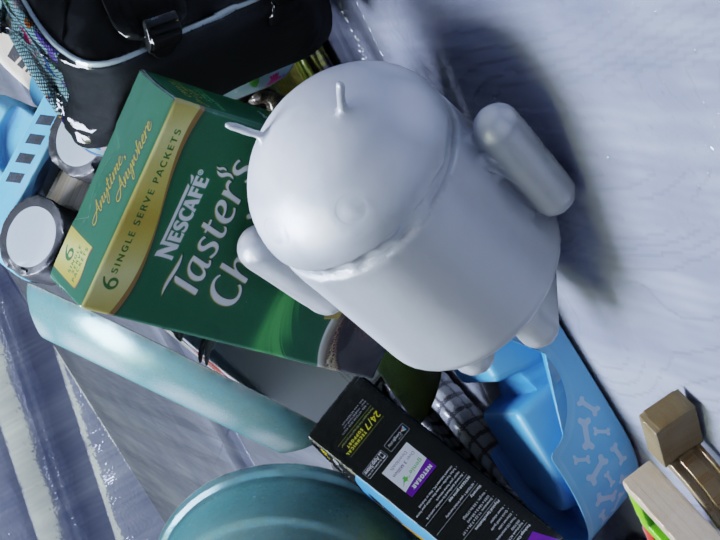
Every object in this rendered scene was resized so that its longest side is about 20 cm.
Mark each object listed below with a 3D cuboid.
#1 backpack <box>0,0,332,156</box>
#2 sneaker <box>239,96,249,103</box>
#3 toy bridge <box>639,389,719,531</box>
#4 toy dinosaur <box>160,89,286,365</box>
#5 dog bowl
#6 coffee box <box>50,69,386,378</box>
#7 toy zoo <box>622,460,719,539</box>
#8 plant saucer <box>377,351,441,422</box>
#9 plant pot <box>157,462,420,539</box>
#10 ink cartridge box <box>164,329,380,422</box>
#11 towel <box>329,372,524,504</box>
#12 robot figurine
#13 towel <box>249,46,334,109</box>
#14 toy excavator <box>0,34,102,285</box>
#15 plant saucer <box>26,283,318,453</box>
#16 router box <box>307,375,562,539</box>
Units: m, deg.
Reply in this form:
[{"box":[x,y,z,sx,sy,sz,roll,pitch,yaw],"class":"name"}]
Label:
[{"box":[-0.124,-0.175,1.225,0.200,0.177,0.151,55,160,20],"class":"backpack"},{"box":[-0.141,-0.160,1.444,0.200,0.076,0.092,49,169,34],"class":"sneaker"},{"box":[0.210,0.140,1.097,0.200,0.027,0.067,45,164,40],"class":"toy bridge"},{"box":[-0.046,-0.043,1.272,0.102,0.200,0.077,51,-150,-4],"class":"toy dinosaur"},{"box":[0.090,0.061,1.284,0.201,0.049,0.111,59,166,-4],"class":"dog bowl"},{"box":[-0.051,-0.019,1.183,0.199,0.123,0.044,18,-165,-38],"class":"coffee box"},{"box":[0.204,0.196,1.199,0.131,0.020,0.200,49,172,38],"class":"toy zoo"},{"box":[0.000,0.000,1.395,0.201,0.031,0.200,60,-175,-9],"class":"plant saucer"},{"box":[-0.052,0.258,1.429,0.201,0.199,0.196,62,-162,-22],"class":"plant pot"},{"box":[-0.100,0.004,1.465,0.175,0.084,0.200,32,170,41],"class":"ink cartridge box"},{"box":[0.049,0.154,1.551,0.166,0.085,0.200,47,163,31],"class":"towel"},{"box":[0.021,-0.027,1.122,0.200,0.169,0.113,41,-147,-38],"class":"robot figurine"},{"box":[-0.067,-0.151,1.403,0.144,0.023,0.200,60,166,-17],"class":"towel"},{"box":[-0.183,-0.101,1.344,0.200,0.195,0.100,32,-173,34],"class":"toy excavator"},{"box":[-0.112,0.063,1.339,0.199,0.028,0.200,25,175,2],"class":"plant saucer"},{"box":[0.048,0.137,1.341,0.149,0.051,0.200,38,175,11],"class":"router box"}]
